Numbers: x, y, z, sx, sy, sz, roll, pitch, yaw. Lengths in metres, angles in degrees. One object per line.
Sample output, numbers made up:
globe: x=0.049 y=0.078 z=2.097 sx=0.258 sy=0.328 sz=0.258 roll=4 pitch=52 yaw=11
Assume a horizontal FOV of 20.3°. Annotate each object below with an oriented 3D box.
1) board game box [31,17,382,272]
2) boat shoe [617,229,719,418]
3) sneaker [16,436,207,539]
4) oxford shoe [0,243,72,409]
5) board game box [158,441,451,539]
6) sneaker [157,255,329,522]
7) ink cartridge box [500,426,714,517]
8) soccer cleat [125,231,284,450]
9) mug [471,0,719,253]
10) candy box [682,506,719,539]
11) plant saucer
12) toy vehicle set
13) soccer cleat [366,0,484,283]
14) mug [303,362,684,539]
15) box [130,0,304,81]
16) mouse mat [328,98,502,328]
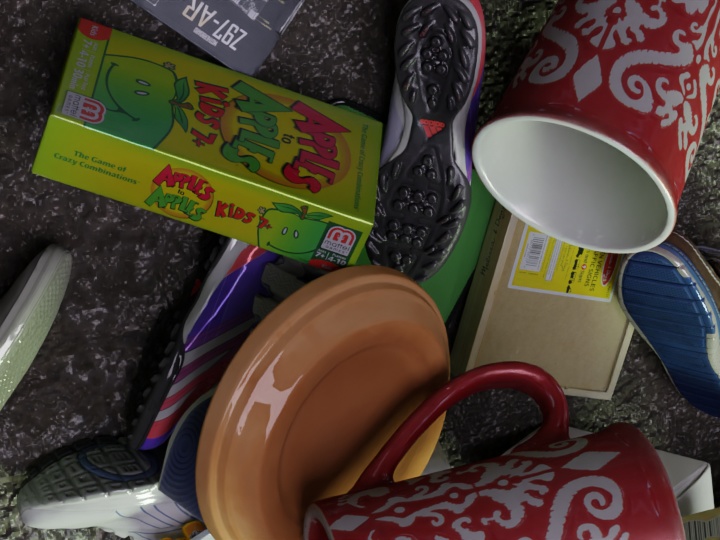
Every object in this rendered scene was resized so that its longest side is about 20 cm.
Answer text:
board game box: x=-0.089 y=-0.075 z=1.213 sx=0.199 sy=0.102 sz=0.048 roll=18 pitch=129 yaw=-11
boat shoe: x=0.234 y=0.023 z=1.405 sx=0.073 sy=0.072 sz=0.200 roll=-60 pitch=146 yaw=-23
sneaker: x=-0.128 y=0.157 z=1.332 sx=0.198 sy=0.075 sz=0.088 roll=-2 pitch=115 yaw=-19
oxford shoe: x=-0.247 y=0.065 z=1.260 sx=0.058 sy=0.075 sz=0.201 roll=34 pitch=94 yaw=9
board game box: x=-0.023 y=0.190 z=1.371 sx=0.199 sy=0.026 sz=0.201 roll=-32 pitch=138 yaw=-7
sneaker: x=-0.032 y=0.082 z=1.277 sx=0.115 sy=0.080 sz=0.200 roll=27 pitch=93 yaw=-44
ink cartridge box: x=0.176 y=0.222 z=1.416 sx=0.083 sy=0.146 sz=0.201 roll=-30 pitch=121 yaw=-41
soccer cleat: x=-0.087 y=0.036 z=1.300 sx=0.073 sy=0.068 sz=0.201 roll=26 pitch=97 yaw=-18
mug: x=0.164 y=-0.122 z=1.285 sx=0.133 sy=0.178 sz=0.201 roll=27 pitch=65 yaw=0
candy box: x=0.165 y=0.237 z=1.315 sx=0.199 sy=0.055 sz=0.116 roll=-17 pitch=110 yaw=15
plant saucer: x=-0.013 y=0.095 z=1.223 sx=0.199 sy=0.037 sz=0.201 roll=-27 pitch=132 yaw=-34
toy vehicle set: x=0.145 y=-0.012 z=1.390 sx=0.123 sy=0.027 sz=0.201 roll=9 pitch=106 yaw=-26
soccer cleat: x=0.047 y=-0.089 z=1.298 sx=0.068 sy=0.073 sz=0.201 roll=12 pitch=114 yaw=11
mug: x=0.069 y=0.161 z=1.200 sx=0.198 sy=0.178 sz=0.134 roll=-10 pitch=128 yaw=-14
box: x=-0.103 y=-0.235 z=1.210 sx=0.199 sy=0.044 sz=0.161 roll=32 pitch=96 yaw=-27
mouse mat: x=0.000 y=0.000 z=1.356 sx=0.160 sy=0.008 sz=0.201 roll=25 pitch=100 yaw=-26
